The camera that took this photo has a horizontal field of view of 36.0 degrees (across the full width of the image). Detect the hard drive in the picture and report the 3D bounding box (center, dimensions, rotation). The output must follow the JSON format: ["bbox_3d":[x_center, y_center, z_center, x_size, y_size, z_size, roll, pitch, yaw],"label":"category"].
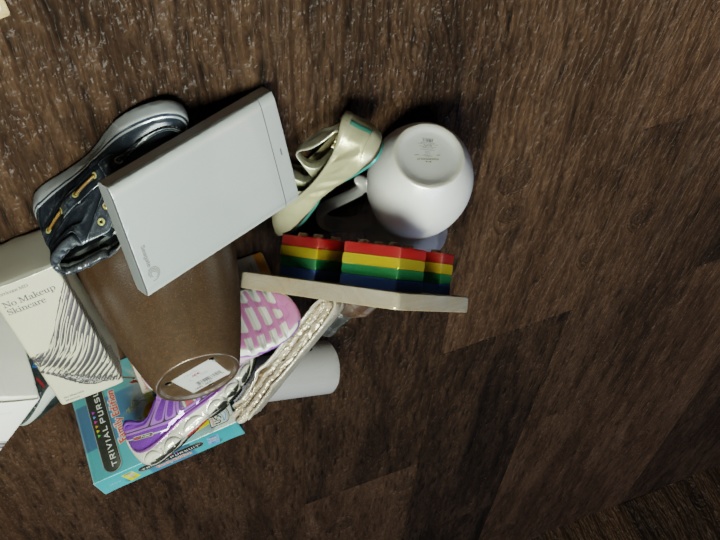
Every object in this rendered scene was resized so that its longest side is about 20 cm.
[{"bbox_3d":[-0.156,-0.080,1.111,0.199,0.027,0.133,-35,133,-26],"label":"hard drive"}]

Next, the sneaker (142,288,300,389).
[{"bbox_3d":[-0.160,0.088,1.317,0.199,0.081,0.089,-24,157,6],"label":"sneaker"}]

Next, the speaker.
[{"bbox_3d":[-0.130,0.148,1.585,0.198,0.082,0.081,-3,146,-33],"label":"speaker"}]

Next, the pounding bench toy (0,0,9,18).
[{"bbox_3d":[-0.282,-0.250,0.704,0.198,0.157,0.125,-21,151,-7],"label":"pounding bench toy"}]

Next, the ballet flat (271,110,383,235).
[{"bbox_3d":[-0.056,-0.109,1.226,0.069,0.070,0.200,5,148,-42],"label":"ballet flat"}]

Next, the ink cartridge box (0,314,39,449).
[{"bbox_3d":[-0.452,0.137,1.244,0.085,0.147,0.200,4,141,-44],"label":"ink cartridge box"}]

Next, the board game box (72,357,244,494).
[{"bbox_3d":[-0.270,0.180,1.455,0.198,0.152,0.047,-23,151,-2],"label":"board game box"}]

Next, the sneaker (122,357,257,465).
[{"bbox_3d":[-0.211,0.152,1.374,0.200,0.084,0.081,-40,175,-9],"label":"sneaker"}]

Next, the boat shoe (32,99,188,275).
[{"bbox_3d":[-0.239,-0.079,1.101,0.200,0.091,0.071,-35,150,19],"label":"boat shoe"}]

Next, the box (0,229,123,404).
[{"bbox_3d":[-0.336,0.053,1.221,0.081,0.069,0.201,-22,136,-2],"label":"box"}]

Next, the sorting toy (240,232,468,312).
[{"bbox_3d":[0.000,0.000,1.264,0.197,0.070,0.200,7,-179,27],"label":"sorting toy"}]

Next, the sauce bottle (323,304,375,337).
[{"bbox_3d":[0.012,0.019,1.493,0.200,0.065,0.064,-39,149,29],"label":"sauce bottle"}]

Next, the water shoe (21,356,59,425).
[{"bbox_3d":[-0.369,0.113,1.376,0.200,0.072,0.079,-39,177,21],"label":"water shoe"}]

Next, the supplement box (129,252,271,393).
[{"bbox_3d":[-0.201,0.066,1.395,0.198,0.074,0.126,-19,151,-12],"label":"supplement box"}]

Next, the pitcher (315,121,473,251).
[{"bbox_3d":[0.038,-0.089,1.291,0.170,0.123,0.200,-2,159,-8],"label":"pitcher"}]

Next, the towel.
[{"bbox_3d":[-0.092,0.108,1.423,0.200,0.034,0.133,-51,178,3],"label":"towel"}]

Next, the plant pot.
[{"bbox_3d":[-0.203,0.032,1.201,0.185,0.201,0.187,-19,152,-11],"label":"plant pot"}]
